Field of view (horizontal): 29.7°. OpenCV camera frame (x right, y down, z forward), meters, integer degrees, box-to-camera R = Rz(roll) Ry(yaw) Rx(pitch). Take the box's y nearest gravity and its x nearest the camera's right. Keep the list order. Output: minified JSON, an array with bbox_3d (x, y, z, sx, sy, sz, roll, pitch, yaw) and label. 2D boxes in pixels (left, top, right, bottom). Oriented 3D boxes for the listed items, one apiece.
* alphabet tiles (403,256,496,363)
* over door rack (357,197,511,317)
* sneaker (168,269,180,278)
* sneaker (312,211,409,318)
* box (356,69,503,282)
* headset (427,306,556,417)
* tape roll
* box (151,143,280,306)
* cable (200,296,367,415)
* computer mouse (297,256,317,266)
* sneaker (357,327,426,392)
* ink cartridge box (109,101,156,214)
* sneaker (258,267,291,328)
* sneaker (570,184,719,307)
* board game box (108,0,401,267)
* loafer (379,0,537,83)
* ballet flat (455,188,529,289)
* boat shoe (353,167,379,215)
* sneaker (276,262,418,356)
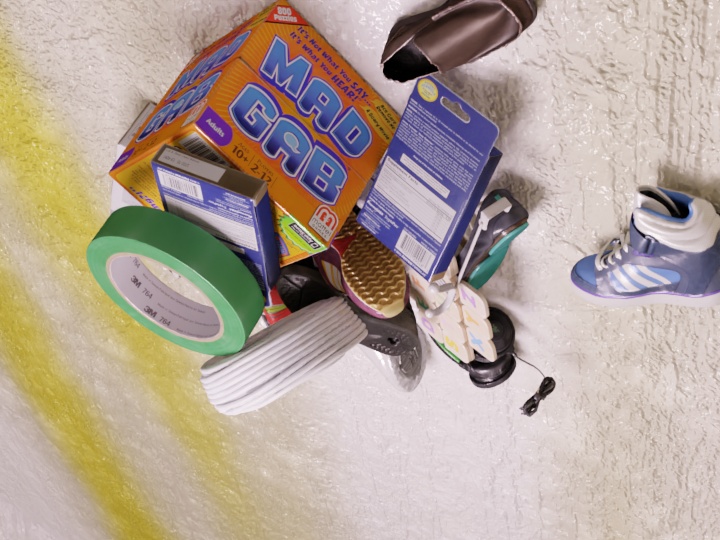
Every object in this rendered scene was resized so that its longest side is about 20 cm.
[{"bbox_3d":[0.094,0.028,1.680,0.195,0.015,0.201,40,156,39],"label":"alphabet tiles"},{"bbox_3d":[0.069,-0.054,1.538,0.148,0.066,0.200,50,143,20],"label":"over door rack"},{"bbox_3d":[-0.218,-0.069,1.687,0.085,0.074,0.200,43,147,15],"label":"sneaker"},{"bbox_3d":[0.000,0.000,1.572,0.200,0.075,0.090,53,165,41],"label":"sneaker"},{"bbox_3d":[0.078,-0.102,1.460,0.121,0.032,0.201,41,126,26],"label":"box"},{"bbox_3d":[0.159,0.111,1.752,0.199,0.094,0.124,28,151,26],"label":"headset"},{"bbox_3d":[-0.202,0.013,1.485,0.199,0.048,0.201,23,149,14],"label":"tape roll"},{"bbox_3d":[-0.149,-0.044,1.446,0.120,0.033,0.201,21,148,16],"label":"box"},{"bbox_3d":[-0.090,0.097,1.573,0.070,0.199,0.200,60,172,-3],"label":"cable"},{"bbox_3d":[-0.088,-0.027,1.790,0.140,0.046,0.201,44,165,43],"label":"computer mouse"},{"bbox_3d":[0.018,0.083,1.862,0.099,0.078,0.201,2,130,48],"label":"sneaker"},{"bbox_3d":[-0.220,-0.097,1.778,0.199,0.084,0.176,29,148,2],"label":"ink cartridge box"},{"bbox_3d":[-0.095,0.034,1.719,0.085,0.077,0.200,-17,128,43],"label":"sneaker"},{"bbox_3d":[0.299,-0.037,1.455,0.199,0.081,0.147,5,132,40],"label":"sneaker"},{"bbox_3d":[-0.117,-0.138,1.525,0.200,0.200,0.199,43,146,-21],"label":"board game box"},{"bbox_3d":[0.094,-0.227,1.350,0.073,0.071,0.199,43,146,-21],"label":"loafer"},{"bbox_3d":[0.143,-0.039,1.589,0.073,0.073,0.200,29,155,1],"label":"ballet flat"},{"bbox_3d":[-0.028,-0.063,1.685,0.073,0.067,0.200,29,149,2],"label":"boat shoe"},{"bbox_3d":[-0.017,0.024,1.697,0.198,0.115,0.076,22,129,-22],"label":"sneaker"}]
